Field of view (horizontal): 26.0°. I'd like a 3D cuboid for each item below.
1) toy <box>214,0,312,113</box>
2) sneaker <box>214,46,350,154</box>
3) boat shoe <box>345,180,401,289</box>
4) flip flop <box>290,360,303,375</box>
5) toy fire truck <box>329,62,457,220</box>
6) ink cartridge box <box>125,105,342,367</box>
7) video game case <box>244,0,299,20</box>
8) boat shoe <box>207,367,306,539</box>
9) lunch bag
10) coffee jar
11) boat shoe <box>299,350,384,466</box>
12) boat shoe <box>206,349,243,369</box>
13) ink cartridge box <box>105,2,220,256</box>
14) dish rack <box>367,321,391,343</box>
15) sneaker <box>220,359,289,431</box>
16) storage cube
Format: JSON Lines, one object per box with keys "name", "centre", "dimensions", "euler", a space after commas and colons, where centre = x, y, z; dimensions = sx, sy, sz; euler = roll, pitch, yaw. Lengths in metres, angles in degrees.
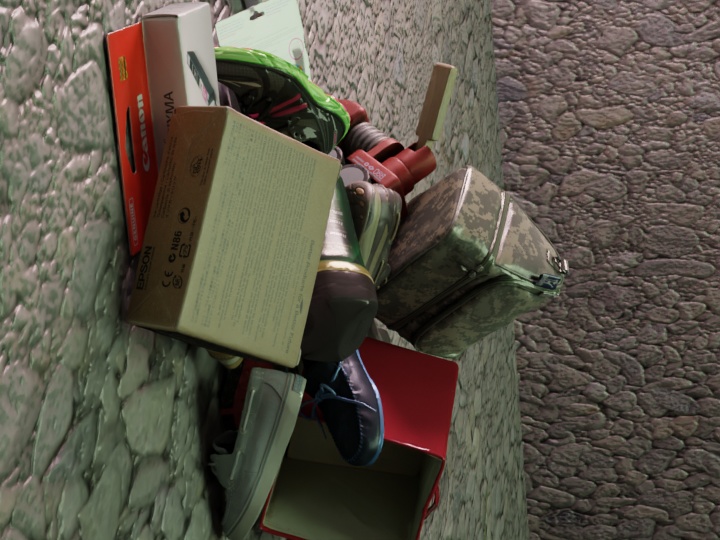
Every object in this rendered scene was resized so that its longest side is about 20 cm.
{"name": "toy", "centre": [-0.103, -0.183, 1.655], "dimensions": [0.115, 0.047, 0.202], "euler": [-31, 118, -39]}
{"name": "sneaker", "centre": [-0.088, -0.166, 1.587], "dimensions": [0.199, 0.076, 0.084], "euler": [31, 79, -39]}
{"name": "boat shoe", "centre": [0.000, 0.000, 1.696], "dimensions": [0.075, 0.073, 0.202], "euler": [45, -55, 44]}
{"name": "flip flop", "centre": [-0.058, 0.049, 1.861], "dimensions": [0.081, 0.057, 0.202], "euler": [-46, 134, -71]}
{"name": "toy fire truck", "centre": [0.017, -0.152, 1.787], "dimensions": [0.199, 0.176, 0.129], "euler": [-35, 139, -18]}
{"name": "ink cartridge box", "centre": [-0.112, -0.028, 1.407], "dimensions": [0.164, 0.075, 0.202], "euler": [23, 76, -50]}
{"name": "video game case", "centre": [-0.101, -0.356, 1.767], "dimensions": [0.183, 0.023, 0.201], "euler": [74, 20, -48]}
{"name": "boat shoe", "centre": [-0.115, 0.182, 1.574], "dimensions": [0.070, 0.071, 0.202], "euler": [-75, -174, -65]}
{"name": "lunch bag", "centre": [0.115, 0.002, 1.765], "dimensions": [0.167, 0.200, 0.140], "euler": [36, 41, -21]}
{"name": "coffee jar", "centre": [-0.044, -0.007, 1.587], "dimensions": [0.201, 0.084, 0.105], "euler": [-108, -149, -43]}
{"name": "boat shoe", "centre": [-0.036, 0.117, 1.605], "dimensions": [0.084, 0.068, 0.201], "euler": [-53, -138, 29]}
{"name": "boat shoe", "centre": [-0.122, 0.004, 1.565], "dimensions": [0.076, 0.071, 0.202], "euler": [68, 31, -54]}
{"name": "ink cartridge box", "centre": [-0.171, -0.132, 1.414], "dimensions": [0.174, 0.043, 0.202], "euler": [-57, 144, -70]}
{"name": "dish rack", "centre": [-0.011, 0.022, 1.894], "dimensions": [0.200, 0.043, 0.173], "euler": [-118, -174, -73]}
{"name": "sneaker", "centre": [-0.099, 0.097, 1.642], "dimensions": [0.095, 0.078, 0.202], "euler": [-6, 96, -79]}
{"name": "storage cube", "centre": [-0.001, 0.193, 1.743], "dimensions": [0.180, 0.198, 0.172], "euler": [-74, 180, -58]}
